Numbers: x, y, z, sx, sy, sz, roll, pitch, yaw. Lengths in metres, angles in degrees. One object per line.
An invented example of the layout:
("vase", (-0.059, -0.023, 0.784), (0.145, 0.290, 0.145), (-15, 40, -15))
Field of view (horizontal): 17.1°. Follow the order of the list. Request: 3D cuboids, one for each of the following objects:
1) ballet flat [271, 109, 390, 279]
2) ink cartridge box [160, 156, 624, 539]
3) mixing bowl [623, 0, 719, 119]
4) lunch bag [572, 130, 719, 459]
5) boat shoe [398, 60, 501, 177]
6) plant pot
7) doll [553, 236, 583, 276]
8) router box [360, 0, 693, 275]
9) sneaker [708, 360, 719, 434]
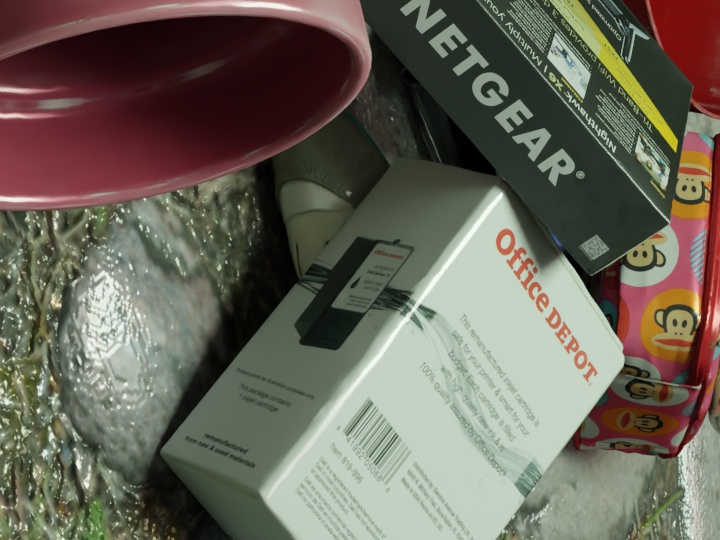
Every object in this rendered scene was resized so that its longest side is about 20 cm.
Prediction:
("ballet flat", (0.000, 0.000, 1.220), (0.064, 0.067, 0.200), (-56, 131, -38))
("ink cartridge box", (0.021, 0.065, 1.165), (0.200, 0.083, 0.147), (-51, 130, -19))
("mixing bowl", (0.170, -0.187, 1.471), (0.200, 0.108, 0.200), (8, 80, -56))
("lunch bag", (0.170, 0.004, 1.403), (0.200, 0.082, 0.176), (93, 4, -66))
("boat shoe", (0.049, -0.125, 1.318), (0.068, 0.072, 0.200), (-52, 135, -49))
("plant pot", (-0.112, -0.141, 0.972), (0.200, 0.200, 0.179), (13, 58, -56))
("doll", (0.111, -0.031, 1.347), (0.200, 0.048, 0.136), (89, 23, -48))
("router box", (0.078, -0.116, 1.165), (0.200, 0.052, 0.157), (48, 28, -15))
("sneaker", (0.244, 0.027, 1.371), (0.200, 0.074, 0.116), (97, -4, -61))
